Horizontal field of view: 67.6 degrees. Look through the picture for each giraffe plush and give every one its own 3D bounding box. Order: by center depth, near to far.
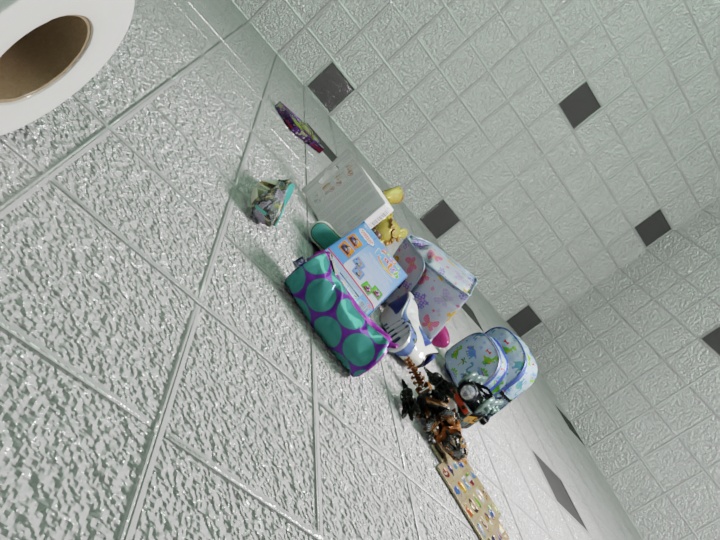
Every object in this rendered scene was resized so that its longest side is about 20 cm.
[{"bbox_3d":[0.072,-0.162,1.686,0.200,0.171,0.164,-106,177,-82],"label":"giraffe plush"}]

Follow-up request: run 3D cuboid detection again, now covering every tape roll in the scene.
[{"bbox_3d":[-0.312,-0.226,0.442,0.139,0.202,0.203,49,14,-12],"label":"tape roll"}]

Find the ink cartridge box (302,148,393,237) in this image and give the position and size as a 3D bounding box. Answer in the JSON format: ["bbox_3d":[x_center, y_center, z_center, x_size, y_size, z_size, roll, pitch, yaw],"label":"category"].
[{"bbox_3d":[-0.035,-0.169,1.285,0.050,0.160,0.201,34,21,-55],"label":"ink cartridge box"}]

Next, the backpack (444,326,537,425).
[{"bbox_3d":[0.320,0.240,1.328,0.147,0.199,0.184,39,19,-41],"label":"backpack"}]

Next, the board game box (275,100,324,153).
[{"bbox_3d":[-0.202,-0.479,1.811,0.121,0.032,0.200,62,15,21],"label":"board game box"}]

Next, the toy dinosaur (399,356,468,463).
[{"bbox_3d":[0.124,0.245,0.966,0.199,0.102,0.136,35,-13,35],"label":"toy dinosaur"}]

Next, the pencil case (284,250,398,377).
[{"bbox_3d":[-0.034,0.064,0.845,0.201,0.092,0.085,53,14,3],"label":"pencil case"}]

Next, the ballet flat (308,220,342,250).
[{"bbox_3d":[-0.036,-0.028,1.152,0.200,0.069,0.070,48,14,-13],"label":"ballet flat"}]

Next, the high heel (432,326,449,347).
[{"bbox_3d":[0.151,0.115,1.371,0.200,0.067,0.096,44,-4,41],"label":"high heel"}]

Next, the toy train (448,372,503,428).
[{"bbox_3d":[0.218,0.269,1.086,0.086,0.114,0.200,56,11,26],"label":"toy train"}]

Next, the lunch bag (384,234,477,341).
[{"bbox_3d":[0.144,0.038,1.274,0.200,0.170,0.127,40,32,7],"label":"lunch bag"}]

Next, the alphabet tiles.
[{"bbox_3d":[0.192,0.389,0.942,0.201,0.006,0.166,57,15,20],"label":"alphabet tiles"}]

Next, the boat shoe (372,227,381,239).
[{"bbox_3d":[0.003,-0.142,1.541,0.070,0.070,0.201,33,22,-50],"label":"boat shoe"}]

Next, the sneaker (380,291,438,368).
[{"bbox_3d":[0.106,0.145,1.154,0.115,0.080,0.200,51,19,-22],"label":"sneaker"}]

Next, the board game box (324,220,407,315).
[{"bbox_3d":[0.000,0.000,1.078,0.152,0.037,0.200,52,39,-1],"label":"board game box"}]

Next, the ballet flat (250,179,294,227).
[{"bbox_3d":[-0.165,-0.139,0.996,0.072,0.072,0.201,47,13,-16],"label":"ballet flat"}]
